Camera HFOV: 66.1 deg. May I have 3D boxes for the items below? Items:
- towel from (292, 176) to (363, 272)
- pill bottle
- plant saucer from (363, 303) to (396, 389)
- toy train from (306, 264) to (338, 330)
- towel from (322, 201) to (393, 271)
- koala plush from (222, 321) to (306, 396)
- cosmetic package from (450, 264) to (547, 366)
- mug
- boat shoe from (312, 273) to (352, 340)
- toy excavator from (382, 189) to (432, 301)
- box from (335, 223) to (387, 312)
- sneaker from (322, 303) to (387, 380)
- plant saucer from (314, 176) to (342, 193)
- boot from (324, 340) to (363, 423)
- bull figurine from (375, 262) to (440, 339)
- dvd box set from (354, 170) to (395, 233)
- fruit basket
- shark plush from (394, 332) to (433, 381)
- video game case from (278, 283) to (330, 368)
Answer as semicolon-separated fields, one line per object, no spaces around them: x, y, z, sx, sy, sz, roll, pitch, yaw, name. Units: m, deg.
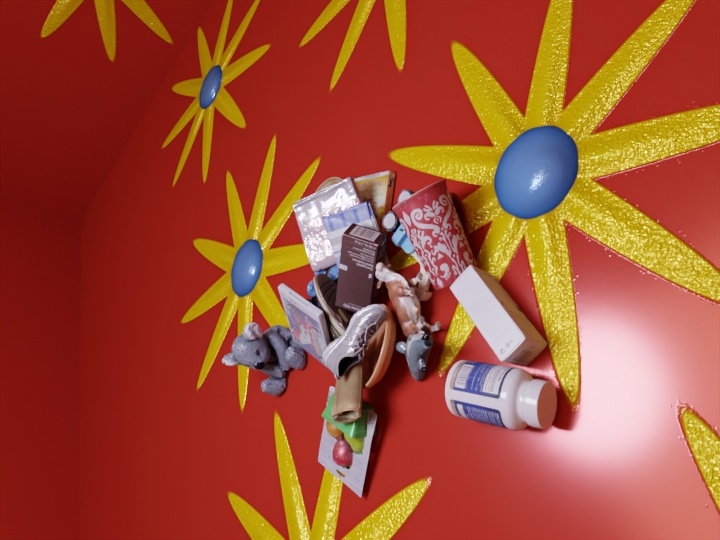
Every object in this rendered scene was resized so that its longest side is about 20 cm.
-0.071;-0.120;1.455;0.194;0.032;0.197;-21;90;21;towel
0.268;0.240;1.060;0.196;0.109;0.116;1;78;46;pill bottle
0.039;0.184;1.324;0.200;0.036;0.208;-162;89;-78;plant saucer
-0.090;0.068;1.519;0.113;0.085;0.206;25;96;41;toy train
-0.006;-0.060;1.410;0.142;0.024;0.207;-16;101;22;towel
-0.290;0.233;1.591;0.179;0.196;0.186;-50;47;22;koala plush
0.274;0.089;1.111;0.074;0.100;0.203;-48;49;22;cosmetic package
0.186;-0.084;1.212;0.206;0.173;0.133;65;167;1;mug
-0.076;0.111;1.433;0.075;0.073;0.207;-41;72;42;boat shoe
0.137;-0.060;1.318;0.197;0.098;0.201;-54;54;21;toy excavator
0.000;0.000;1.358;0.097;0.075;0.206;17;122;17;box
-0.001;0.165;1.258;0.201;0.074;0.083;-50;42;16;sneaker
-0.085;-0.157;1.550;0.197;0.035;0.208;-22;60;45;plant saucer
-0.047;0.265;1.328;0.175;0.065;0.206;-42;33;47;boot
0.105;0.066;1.260;0.120;0.064;0.205;-10;108;61;bull figurine
0.025;-0.159;1.505;0.143;0.029;0.208;-2;77;48;dvd box set
-0.032;0.414;1.360;0.182;0.091;0.208;17;105;48;fruit basket
0.140;0.181;1.195;0.201;0.087;0.087;124;143;-65;shark plush
-0.142;0.153;1.480;0.180;0.023;0.205;30;142;41;video game case
